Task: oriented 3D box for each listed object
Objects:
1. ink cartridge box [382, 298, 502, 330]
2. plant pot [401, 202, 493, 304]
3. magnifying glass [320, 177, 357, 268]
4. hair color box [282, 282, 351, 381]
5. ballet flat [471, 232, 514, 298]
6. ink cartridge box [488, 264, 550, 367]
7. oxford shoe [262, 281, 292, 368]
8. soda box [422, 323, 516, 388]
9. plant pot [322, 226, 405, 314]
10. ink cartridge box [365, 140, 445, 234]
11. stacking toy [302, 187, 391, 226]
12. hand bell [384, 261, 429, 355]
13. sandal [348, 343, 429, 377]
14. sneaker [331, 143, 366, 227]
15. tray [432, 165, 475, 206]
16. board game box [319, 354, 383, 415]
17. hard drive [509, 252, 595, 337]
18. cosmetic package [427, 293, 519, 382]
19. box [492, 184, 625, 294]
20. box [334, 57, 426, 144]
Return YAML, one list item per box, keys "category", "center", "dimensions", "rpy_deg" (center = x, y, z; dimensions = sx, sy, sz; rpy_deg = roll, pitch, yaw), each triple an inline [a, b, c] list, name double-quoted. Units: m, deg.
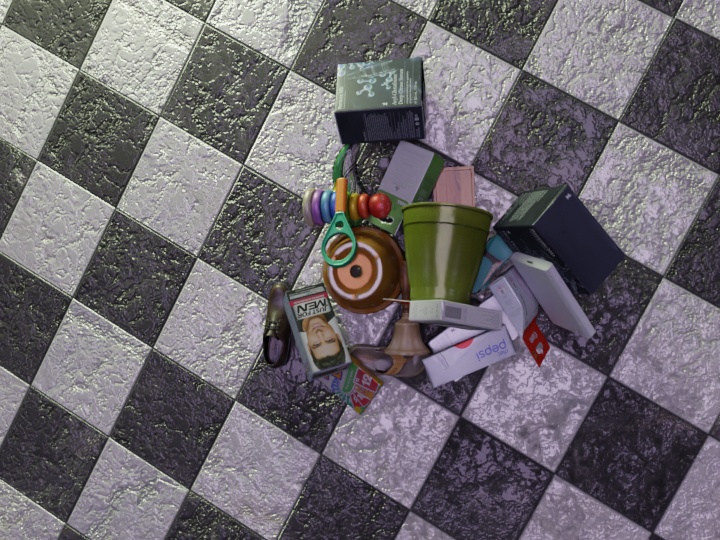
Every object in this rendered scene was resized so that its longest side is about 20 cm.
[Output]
- category: "ink cartridge box"
  center: [0.171, 0.093, 1.536]
  dimensions: [0.174, 0.197, 0.046]
  rpy_deg: [-3, 79, 48]
- category: "plant pot"
  center: [0.177, -0.026, 1.561]
  dimensions: [0.195, 0.200, 0.198]
  rpy_deg: [4, 83, 9]
- category: "magnifying glass"
  center: [-0.044, -0.103, 1.569]
  dimensions: [0.078, 0.022, 0.205]
  rpy_deg: [-4, 67, 15]
- category: "hair color box"
  center: [-0.101, 0.138, 1.674]
  dimensions: [0.097, 0.061, 0.203]
  rpy_deg: [-13, 68, -20]
- category: "ballet flat"
  center: [0.296, -0.022, 1.658]
  dimensions: [0.076, 0.064, 0.200]
  rpy_deg: [43, 86, 11]
- category: "ink cartridge box"
  center: [0.366, 0.091, 1.601]
  dimensions: [0.057, 0.162, 0.202]
  rpy_deg: [-37, 84, 25]
- category: "oxford shoe"
  center: [-0.194, 0.129, 1.729]
  dimensions: [0.071, 0.084, 0.205]
  rpy_deg: [1, 89, 10]
- category: "soda box"
  center: [0.235, 0.185, 1.591]
  dimensions: [0.196, 0.063, 0.070]
  rpy_deg: [-24, 85, 9]
- category: "plant pot"
  center: [0.000, 0.000, 1.646]
  dimensions: [0.195, 0.183, 0.206]
  rpy_deg: [0, 91, 9]
- category: "ink cartridge box"
  center: [0.100, -0.184, 1.673]
  dimensions: [0.103, 0.059, 0.203]
  rpy_deg: [28, 94, 35]
- category: "stacking toy"
  center: [-0.026, -0.141, 1.632]
  dimensions: [0.195, 0.085, 0.088]
  rpy_deg: [1, 91, 15]
- category: "hand bell"
  center: [0.103, 0.082, 1.634]
  dimensions: [0.101, 0.104, 0.205]
  rpy_deg: [-1, 89, 9]
- category: "sandal"
  center: [0.063, 0.208, 1.704]
  dimensions: [0.195, 0.054, 0.083]
  rpy_deg: [2, 91, 9]
- category: "sneaker"
  center: [-0.018, -0.199, 1.698]
  dimensions: [0.083, 0.078, 0.205]
  rpy_deg: [9, 100, 21]
- category: "tray"
  center: [0.217, -0.134, 1.686]
  dimensions: [0.096, 0.037, 0.205]
  rpy_deg: [-2, 89, 9]
- category: "board game box"
  center: [-0.048, 0.237, 1.720]
  dimensions: [0.199, 0.030, 0.096]
  rpy_deg: [40, 112, 13]
- category: "hard drive"
  center: [0.410, 0.051, 1.569]
  dimensions: [0.026, 0.131, 0.201]
  rpy_deg: [-42, 114, -10]
- category: "cosmetic package"
  center: [0.263, 0.147, 1.659]
  dimensions: [0.199, 0.081, 0.114]
  rpy_deg: [-39, 83, 8]
- category: "box"
  center: [0.410, -0.063, 1.540]
  dimensions: [0.118, 0.200, 0.197]
  rpy_deg: [-45, 101, -9]
- category: "box"
  center: [0.047, -0.379, 1.645]
  dimensions: [0.195, 0.108, 0.151]
  rpy_deg: [-3, 58, 9]
